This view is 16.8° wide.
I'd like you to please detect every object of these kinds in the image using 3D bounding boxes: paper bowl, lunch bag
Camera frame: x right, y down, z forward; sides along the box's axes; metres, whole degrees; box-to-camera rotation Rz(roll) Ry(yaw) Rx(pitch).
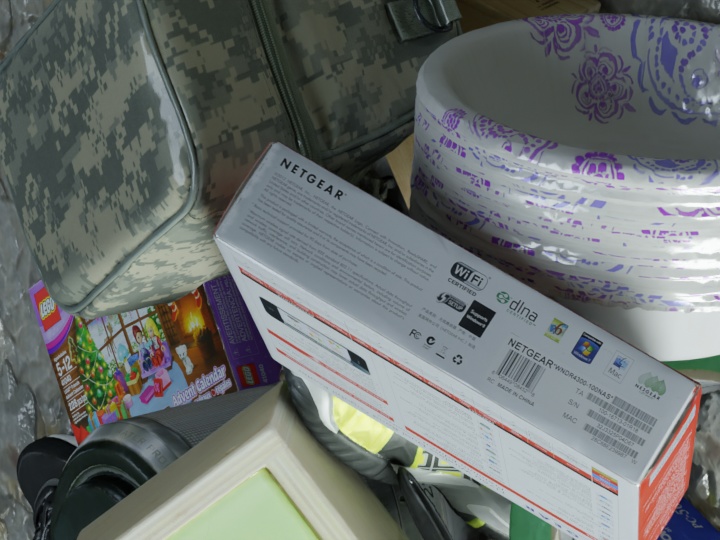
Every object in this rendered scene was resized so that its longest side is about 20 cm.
[{"bbox_3d":[0.120,-0.033,1.042,0.200,0.200,0.105,28,123,45],"label":"paper bowl"},{"bbox_3d":[-0.060,-0.073,1.131,0.200,0.167,0.140,-38,67,56],"label":"lunch bag"}]

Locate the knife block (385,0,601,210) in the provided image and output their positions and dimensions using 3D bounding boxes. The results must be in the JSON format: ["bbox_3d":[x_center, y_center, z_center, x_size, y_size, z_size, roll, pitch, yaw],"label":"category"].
[{"bbox_3d":[0.023,-0.122,1.218,0.175,0.064,0.201,31,125,24],"label":"knife block"}]

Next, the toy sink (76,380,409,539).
[{"bbox_3d":[-0.030,0.177,1.150,0.200,0.130,0.112,54,-173,-7],"label":"toy sink"}]

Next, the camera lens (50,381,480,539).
[{"bbox_3d":[-0.055,0.145,1.316,0.160,0.199,0.161,17,113,48],"label":"camera lens"}]

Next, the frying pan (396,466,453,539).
[{"bbox_3d":[0.079,0.184,1.173,0.031,0.115,0.191,-25,69,16],"label":"frying pan"}]

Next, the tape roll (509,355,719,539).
[{"bbox_3d":[0.160,0.121,1.107,0.200,0.048,0.202,-6,81,40],"label":"tape roll"}]

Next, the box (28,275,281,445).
[{"bbox_3d":[-0.131,0.039,1.518,0.200,0.039,0.138,-33,72,51],"label":"box"}]

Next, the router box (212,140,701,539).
[{"bbox_3d":[0.043,0.041,1.025,0.199,0.049,0.180,30,168,14],"label":"router box"}]

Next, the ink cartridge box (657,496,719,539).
[{"bbox_3d":[0.122,0.200,1.228,0.094,0.044,0.201,46,132,37],"label":"ink cartridge box"}]

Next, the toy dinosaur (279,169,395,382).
[{"bbox_3d":[0.000,0.000,1.222,0.200,0.047,0.089,111,175,-62],"label":"toy dinosaur"}]

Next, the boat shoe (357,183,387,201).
[{"bbox_3d":[-0.012,-0.028,1.328,0.203,0.075,0.075,52,131,15],"label":"boat shoe"}]

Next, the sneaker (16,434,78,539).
[{"bbox_3d":[-0.186,0.179,1.585,0.200,0.087,0.076,43,131,38],"label":"sneaker"}]

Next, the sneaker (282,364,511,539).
[{"bbox_3d":[0.044,0.067,1.194,0.076,0.199,0.076,-38,45,29],"label":"sneaker"}]
